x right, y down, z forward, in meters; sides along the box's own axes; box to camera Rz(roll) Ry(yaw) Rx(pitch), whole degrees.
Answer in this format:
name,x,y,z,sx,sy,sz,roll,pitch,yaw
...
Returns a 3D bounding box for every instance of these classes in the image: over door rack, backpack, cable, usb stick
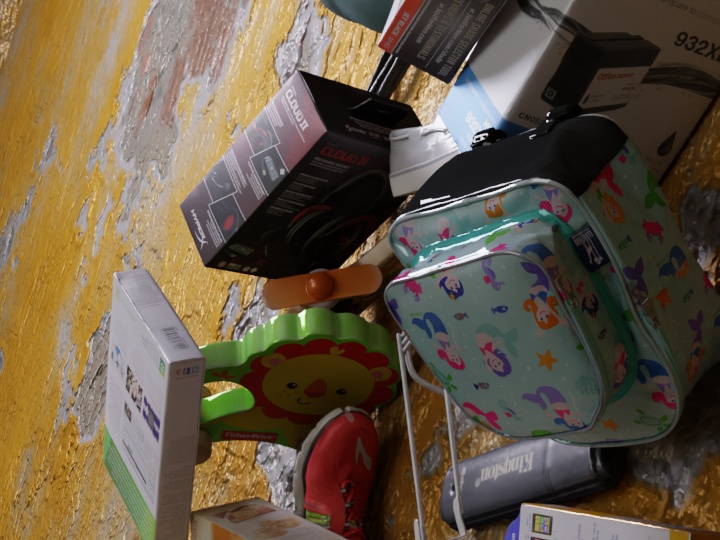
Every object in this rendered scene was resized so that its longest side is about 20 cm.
name,x,y,z,sx,sy,sz,roll,pitch,yaw
over door rack,0.063,0.110,1.095,0.148,0.066,0.202,117,160,-70
backpack,0.126,0.022,0.953,0.177,0.201,0.151,-14,31,50
cable,0.013,-0.135,1.456,0.202,0.050,0.097,-67,15,-10
usb stick,0.120,0.147,1.094,0.200,0.032,0.056,-31,51,54

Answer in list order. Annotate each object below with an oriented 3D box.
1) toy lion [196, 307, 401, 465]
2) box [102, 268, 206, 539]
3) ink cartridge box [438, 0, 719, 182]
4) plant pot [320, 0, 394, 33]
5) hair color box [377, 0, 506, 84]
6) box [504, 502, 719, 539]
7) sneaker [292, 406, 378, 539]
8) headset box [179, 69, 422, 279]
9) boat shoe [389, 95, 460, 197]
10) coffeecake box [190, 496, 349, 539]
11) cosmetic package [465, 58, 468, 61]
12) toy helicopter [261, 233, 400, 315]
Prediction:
name,x,y,z,sx,sy,sz,roll,pitch,yaw
toy lion,-0.068,0.098,1.313,0.193,0.197,0.069,108,162,-50
box,-0.178,0.121,1.287,0.144,0.036,0.202,49,137,49
ink cartridge box,0.167,-0.149,1.031,0.201,0.144,0.084,-60,31,26
plant pot,0.071,-0.273,1.259,0.134,0.199,0.202,37,112,32
hair color box,0.082,-0.244,1.071,0.111,0.063,0.201,-53,16,51
box,0.155,0.217,0.974,0.199,0.041,0.121,-4,80,64
sneaker,-0.015,0.215,1.288,0.085,0.076,0.202,36,119,54
headset box,-0.039,-0.082,1.330,0.200,0.148,0.076,-45,55,28
boat shoe,0.083,-0.108,1.201,0.200,0.071,0.069,-19,83,66
coffeecake box,-0.056,0.288,1.232,0.199,0.072,0.156,13,106,52
cosmetic package,0.157,-0.234,1.156,0.201,0.086,0.104,-63,28,21
toy helicopter,0.000,0.000,1.315,0.200,0.132,0.079,-42,68,21
